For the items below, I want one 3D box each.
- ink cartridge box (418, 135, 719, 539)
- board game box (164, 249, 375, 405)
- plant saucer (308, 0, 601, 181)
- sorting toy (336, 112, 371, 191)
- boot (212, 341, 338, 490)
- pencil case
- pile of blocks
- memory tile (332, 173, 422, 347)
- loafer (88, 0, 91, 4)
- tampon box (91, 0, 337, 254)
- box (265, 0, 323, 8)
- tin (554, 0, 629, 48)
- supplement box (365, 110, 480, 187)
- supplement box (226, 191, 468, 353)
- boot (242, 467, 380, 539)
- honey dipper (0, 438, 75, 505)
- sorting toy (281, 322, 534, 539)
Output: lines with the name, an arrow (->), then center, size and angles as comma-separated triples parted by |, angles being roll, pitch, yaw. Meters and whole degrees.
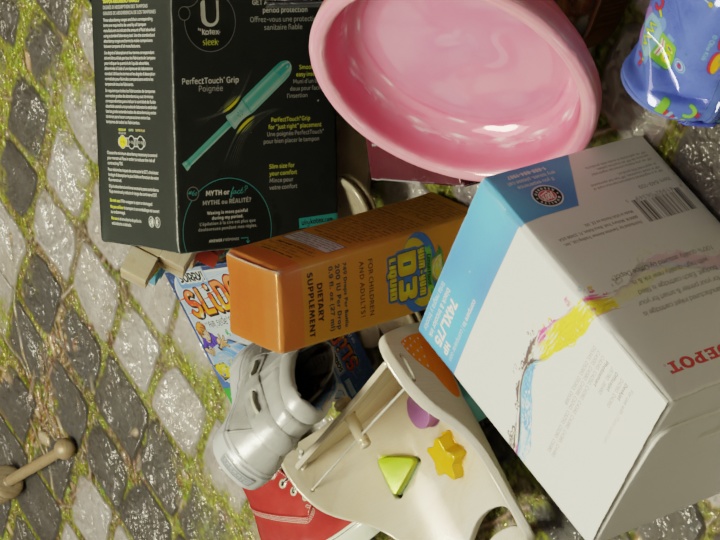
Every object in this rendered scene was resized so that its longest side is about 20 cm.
ink cartridge box -> 0.166, 0.043, 1.416 | 0.200, 0.146, 0.147 | 52, 140, 29
board game box -> -0.077, 0.045, 1.821 | 0.199, 0.034, 0.136 | -8, 111, 58
plant saucer -> 0.066, -0.140, 1.447 | 0.199, 0.051, 0.201 | 15, 146, 10
sorting toy -> -0.062, -0.147, 1.757 | 0.200, 0.036, 0.187 | 33, 129, 44
boot -> -0.052, 0.088, 1.678 | 0.073, 0.200, 0.096 | 42, 111, -14
pencil case -> 0.222, -0.175, 1.305 | 0.087, 0.077, 0.201 | -106, 26, -42
pile of blocks -> -0.141, -0.025, 1.817 | 0.062, 0.200, 0.082 | 26, 122, 3
memory tile -> -0.029, -0.006, 1.754 | 0.199, 0.017, 0.154 | 0, 118, 55
loafer -> -0.171, -0.233, 1.821 | 0.200, 0.070, 0.069 | 6, 105, 64
tampon box -> -0.111, -0.122, 1.659 | 0.126, 0.149, 0.202 | 8, 101, 54
box -> 0.012, -0.281, 1.480 | 0.197, 0.050, 0.202 | 6, 108, 37
tin -> 0.143, -0.232, 1.432 | 0.112, 0.042, 0.201 | 48, 139, 27
supplement box -> 0.048, -0.166, 1.572 | 0.108, 0.061, 0.202 | 9, 110, 52
supplement box -> 0.000, 0.000, 1.586 | 0.069, 0.199, 0.067 | 18, 118, 46
boot -> -0.051, 0.171, 1.825 | 0.200, 0.072, 0.145 | -22, 96, 58
honey dipper -> -0.353, 0.210, 2.320 | 0.200, 0.038, 0.038 | -32, 77, 53
sorting toy -> 0.057, 0.153, 1.669 | 0.181, 0.106, 0.200 | 55, 142, 13
